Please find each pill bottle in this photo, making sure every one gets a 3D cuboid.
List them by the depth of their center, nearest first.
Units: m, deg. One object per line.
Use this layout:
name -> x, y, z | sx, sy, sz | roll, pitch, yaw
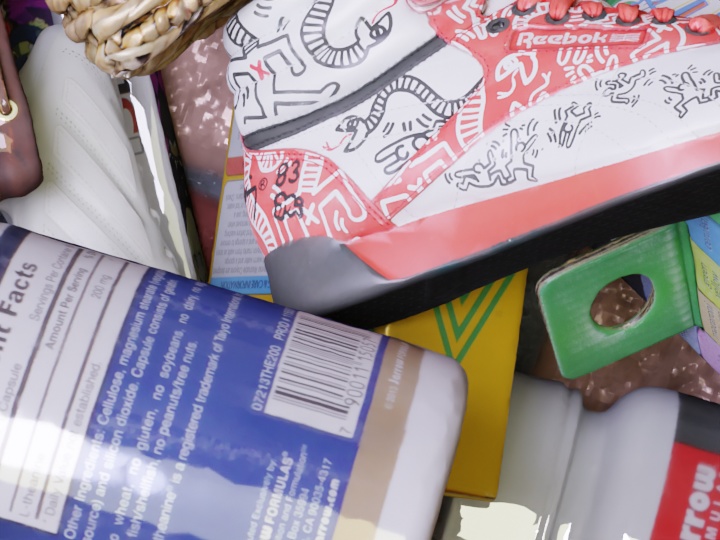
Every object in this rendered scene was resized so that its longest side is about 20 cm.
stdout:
pill bottle -> -0.079, 0.050, 0.784 | 0.200, 0.111, 0.111 | 16, 92, 1
pill bottle -> 0.123, 0.104, 0.931 | 0.200, 0.114, 0.114 | 16, 92, 1

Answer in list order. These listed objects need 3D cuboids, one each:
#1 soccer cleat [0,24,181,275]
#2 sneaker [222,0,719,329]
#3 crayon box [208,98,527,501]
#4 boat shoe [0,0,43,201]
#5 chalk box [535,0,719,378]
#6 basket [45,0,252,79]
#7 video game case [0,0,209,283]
soccer cleat -> -0.074, 0.019, 0.910 | 0.077, 0.069, 0.200 | -6, 77, 9
sneaker -> 0.054, -0.061, 0.801 | 0.201, 0.067, 0.108 | -19, 78, 21
crayon box -> 0.000, 0.000, 0.913 | 0.052, 0.126, 0.200 | 12, 84, -29
boat shoe -> -0.133, -0.100, 0.907 | 0.070, 0.070, 0.200 | -10, 60, 2
chalk box -> 0.143, -0.032, 0.883 | 0.200, 0.125, 0.124 | -38, 60, -11
basket -> -0.033, -0.171, 0.845 | 0.200, 0.143, 0.149 | -37, 92, 8
video game case -> -0.159, -0.024, 0.977 | 0.200, 0.036, 0.182 | -12, 90, 3
